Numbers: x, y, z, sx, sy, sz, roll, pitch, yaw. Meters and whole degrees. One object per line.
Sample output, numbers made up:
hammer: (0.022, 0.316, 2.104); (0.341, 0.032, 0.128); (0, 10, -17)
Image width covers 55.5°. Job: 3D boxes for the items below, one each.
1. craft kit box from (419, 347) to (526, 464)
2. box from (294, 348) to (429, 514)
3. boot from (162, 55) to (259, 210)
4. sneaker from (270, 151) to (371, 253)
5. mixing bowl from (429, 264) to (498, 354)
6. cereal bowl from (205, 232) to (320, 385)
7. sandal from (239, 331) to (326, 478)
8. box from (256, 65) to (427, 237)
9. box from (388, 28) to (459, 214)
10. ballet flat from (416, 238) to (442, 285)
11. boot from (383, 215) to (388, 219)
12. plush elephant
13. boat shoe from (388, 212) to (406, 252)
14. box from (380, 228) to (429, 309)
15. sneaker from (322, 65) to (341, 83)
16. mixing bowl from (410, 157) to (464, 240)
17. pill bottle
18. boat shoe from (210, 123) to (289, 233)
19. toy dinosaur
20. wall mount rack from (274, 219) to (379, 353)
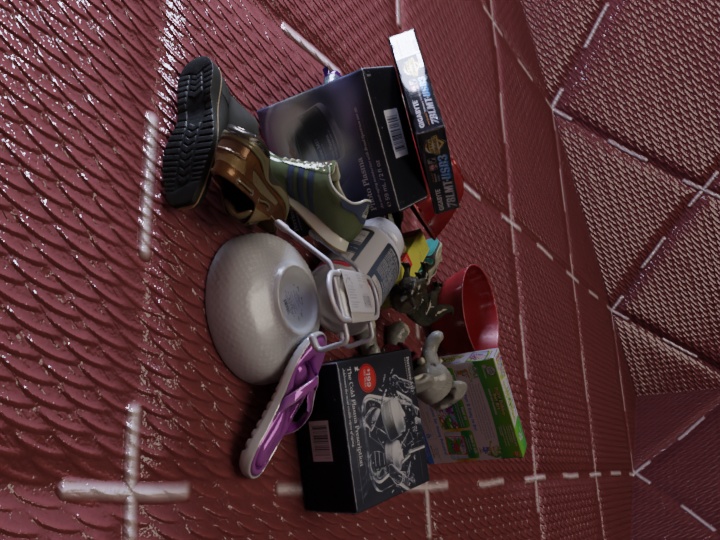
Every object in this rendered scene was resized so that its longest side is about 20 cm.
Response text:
craft kit box: (0.188, 0.255, 1.265); (0.048, 0.193, 0.205); (-39, 114, -55)
box: (0.001, 0.230, 1.013); (0.180, 0.102, 0.207); (-2, 81, -51)
boot: (-0.180, -0.153, 0.891); (0.138, 0.075, 0.206); (42, 50, -58)
sneaker: (-0.066, -0.123, 0.963); (0.200, 0.090, 0.067); (44, 11, 11)
mixing bowl: (0.208, 0.098, 1.442); (0.199, 0.106, 0.207); (30, 54, -53)
cereal bowl: (-0.114, 0.047, 0.923); (0.199, 0.081, 0.207); (29, 56, -55)
sandal: (-0.086, 0.180, 0.891); (0.206, 0.049, 0.083); (-61, 158, -16)
box: (-0.027, -0.174, 1.032); (0.123, 0.194, 0.206); (-30, 105, -58)
box: (0.101, -0.227, 1.061); (0.201, 0.048, 0.204); (63, 15, -58)
ballet flat: (0.131, -0.002, 1.387); (0.200, 0.066, 0.064); (-46, 129, -55)
boot: (0.013, -0.172, 1.143); (0.071, 0.166, 0.205); (-21, 88, -17)
plush elephant: (0.091, 0.169, 1.163); (0.163, 0.151, 0.207); (24, 59, -55)
boat shoe: (0.059, -0.092, 1.271); (0.074, 0.062, 0.203); (58, 25, -30)
box: (0.063, -0.003, 1.257); (0.051, 0.073, 0.201); (64, 33, -21)
sneaker: (-0.001, -0.295, 1.250); (0.199, 0.073, 0.090); (30, 49, -53)
mixing bowl: (0.120, -0.170, 1.249); (0.203, 0.107, 0.200); (55, 4, -5)
pill bottle: (0.000, 0.000, 1.100); (0.122, 0.117, 0.201); (65, 33, -21)
boat shoe: (-0.145, -0.098, 0.862); (0.075, 0.074, 0.201); (-63, 162, -20)
toy dinosaur: (0.101, 0.050, 1.182); (0.200, 0.075, 0.105); (49, 53, -53)
wall mount rack: (-0.039, 0.015, 0.905); (0.199, 0.073, 0.179); (12, 63, -72)
